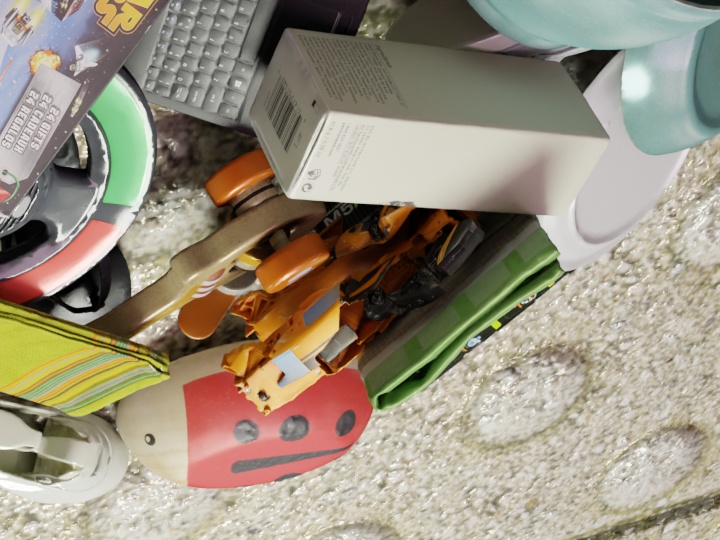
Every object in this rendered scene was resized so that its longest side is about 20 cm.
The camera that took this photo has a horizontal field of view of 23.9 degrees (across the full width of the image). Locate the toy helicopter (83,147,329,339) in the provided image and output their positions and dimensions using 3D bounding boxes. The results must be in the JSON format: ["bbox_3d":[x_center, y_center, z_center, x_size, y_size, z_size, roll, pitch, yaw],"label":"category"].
[{"bbox_3d":[-0.109,0.006,1.090,0.199,0.079,0.132,-32,176,3],"label":"toy helicopter"}]

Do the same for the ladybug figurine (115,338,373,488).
[{"bbox_3d":[-0.075,0.108,1.233,0.198,0.072,0.136,-10,146,-11],"label":"ladybug figurine"}]

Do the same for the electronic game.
[{"bbox_3d":[-0.205,-0.049,0.927,0.199,0.042,0.201,-19,139,-18],"label":"electronic game"}]

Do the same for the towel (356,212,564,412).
[{"bbox_3d":[0.058,0.015,1.082,0.149,0.200,0.031,-41,104,7],"label":"towel"}]

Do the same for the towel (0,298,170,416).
[{"bbox_3d":[-0.206,0.052,1.012,0.086,0.018,0.200,-28,152,25],"label":"towel"}]

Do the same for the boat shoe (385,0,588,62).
[{"bbox_3d":[0.111,-0.153,1.090,0.200,0.070,0.072,-22,131,-16],"label":"boat shoe"}]

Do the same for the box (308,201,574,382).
[{"bbox_3d":[0.061,-0.019,1.226,0.193,0.048,0.200,-41,139,9],"label":"box"}]

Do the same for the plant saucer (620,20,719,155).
[{"bbox_3d":[0.243,-0.164,1.127,0.200,0.036,0.201,-34,139,-36],"label":"plant saucer"}]

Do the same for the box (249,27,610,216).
[{"bbox_3d":[0.041,-0.085,1.009,0.199,0.082,0.069,4,132,-30],"label":"box"}]

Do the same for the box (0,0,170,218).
[{"bbox_3d":[-0.170,-0.144,0.830,0.137,0.040,0.200,36,93,-32],"label":"box"}]

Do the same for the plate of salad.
[{"bbox_3d":[0.177,-0.091,1.184,0.200,0.048,0.201,-35,146,-28],"label":"plate of salad"}]

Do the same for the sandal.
[{"bbox_3d":[-0.192,-0.016,1.068,0.076,0.043,0.201,-24,141,-9],"label":"sandal"}]

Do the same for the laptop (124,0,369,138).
[{"bbox_3d":[-0.096,-0.139,0.942,0.199,0.104,0.178,18,127,-11],"label":"laptop"}]

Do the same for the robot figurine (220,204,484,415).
[{"bbox_3d":[0.000,0.000,1.086,0.200,0.145,0.058,-41,111,19],"label":"robot figurine"}]

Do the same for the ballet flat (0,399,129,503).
[{"bbox_3d":[-0.225,0.120,1.163,0.199,0.070,0.069,22,119,-42],"label":"ballet flat"}]

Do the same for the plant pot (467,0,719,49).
[{"bbox_3d":[0.128,-0.208,0.972,0.199,0.202,0.134,3,158,-34],"label":"plant pot"}]
